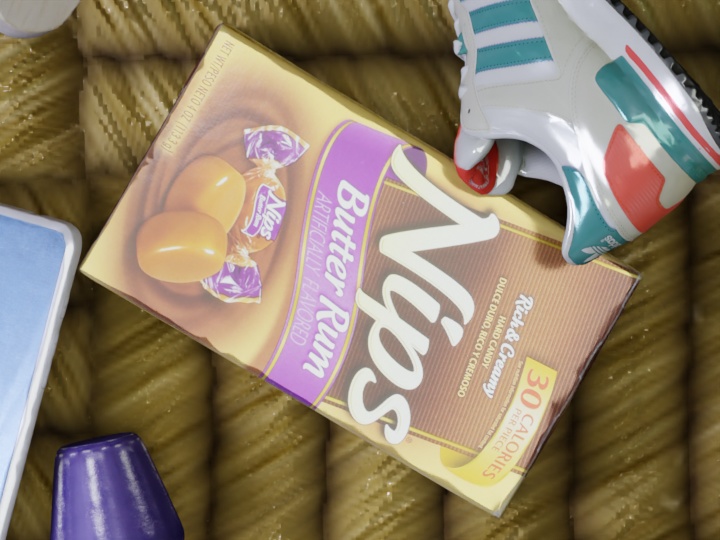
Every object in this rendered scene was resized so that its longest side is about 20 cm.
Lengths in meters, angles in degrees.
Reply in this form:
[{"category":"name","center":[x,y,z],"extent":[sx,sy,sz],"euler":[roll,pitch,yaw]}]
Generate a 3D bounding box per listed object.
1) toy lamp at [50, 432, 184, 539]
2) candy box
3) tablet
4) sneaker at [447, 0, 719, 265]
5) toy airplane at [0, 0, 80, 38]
[{"category":"toy lamp","center":[-0.088,0.167,1.201],"extent":[0.058,0.058,0.201],"euler":[-11,94,-1]},{"category":"candy box","center":[0.000,0.000,1.198],"extent":[0.200,0.056,0.117],"euler":[30,90,-3]},{"category":"tablet","center":[-0.191,0.064,1.197],"extent":[0.130,0.014,0.201],"euler":[15,92,23]},{"category":"sneaker","center":[0.057,-0.085,1.159],"extent":[0.093,0.070,0.200],"euler":[-44,61,6]},{"category":"toy airplane","center":[-0.087,-0.204,1.149],"extent":[0.199,0.141,0.201],"euler":[-17,77,-20]}]
